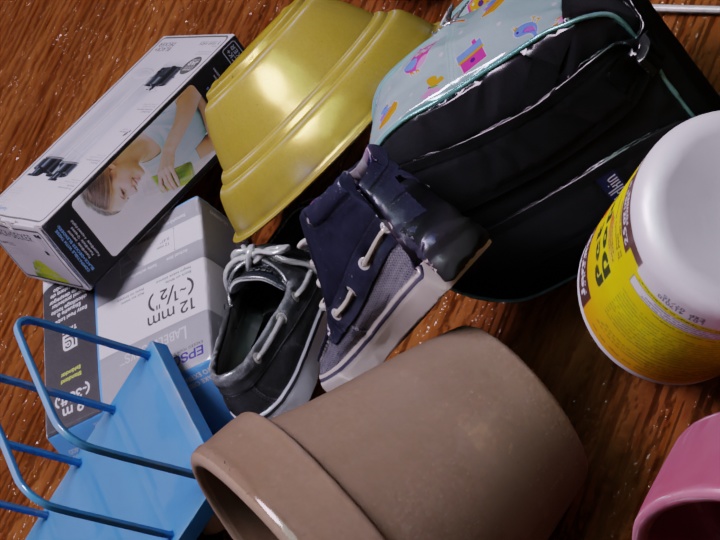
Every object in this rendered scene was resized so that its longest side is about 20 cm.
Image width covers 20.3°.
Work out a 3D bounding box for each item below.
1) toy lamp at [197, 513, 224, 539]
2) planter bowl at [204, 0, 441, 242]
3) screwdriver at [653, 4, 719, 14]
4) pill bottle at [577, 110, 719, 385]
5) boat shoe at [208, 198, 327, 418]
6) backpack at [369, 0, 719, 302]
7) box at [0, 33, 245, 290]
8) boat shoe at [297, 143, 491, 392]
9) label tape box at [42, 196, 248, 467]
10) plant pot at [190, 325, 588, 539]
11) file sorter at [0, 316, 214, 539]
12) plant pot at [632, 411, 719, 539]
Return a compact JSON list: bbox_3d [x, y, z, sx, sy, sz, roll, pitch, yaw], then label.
[{"bbox_3d":[-0.060,0.138,1.267,0.199,0.058,0.059,-28,50,18],"label":"toy lamp"},{"bbox_3d":[-0.043,-0.118,1.320,0.200,0.083,0.201,-46,9,9],"label":"planter bowl"},{"bbox_3d":[0.157,-0.174,1.309,0.199,0.029,0.028,5,67,40],"label":"screwdriver"},{"bbox_3d":[0.177,-0.003,1.068,0.108,0.200,0.110,1,74,-5],"label":"pill bottle"},{"bbox_3d":[-0.056,0.014,1.303,0.073,0.068,0.200,-15,38,34],"label":"boat shoe"},{"bbox_3d":[0.103,-0.084,1.196,0.199,0.176,0.154,-33,33,18],"label":"backpack"},{"bbox_3d":[-0.164,-0.079,1.418,0.200,0.060,0.116,-47,26,-21],"label":"box"},{"bbox_3d":[0.000,0.000,1.175,0.075,0.093,0.200,-45,-3,-35],"label":"boat shoe"},{"bbox_3d":[-0.142,0.069,1.364,0.142,0.066,0.201,-26,49,23],"label":"label tape box"},{"bbox_3d":[0.031,0.128,1.128,0.174,0.201,0.200,-38,44,-13],"label":"plant pot"},{"bbox_3d":[-0.196,0.150,1.254,0.201,0.122,0.139,-56,40,19],"label":"file sorter"},{"bbox_3d":[0.255,0.098,0.968,0.199,0.201,0.180,6,52,40],"label":"plant pot"}]
